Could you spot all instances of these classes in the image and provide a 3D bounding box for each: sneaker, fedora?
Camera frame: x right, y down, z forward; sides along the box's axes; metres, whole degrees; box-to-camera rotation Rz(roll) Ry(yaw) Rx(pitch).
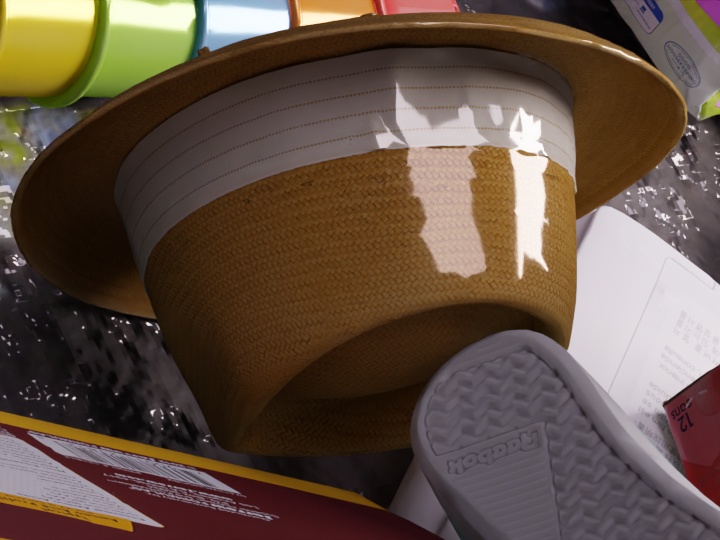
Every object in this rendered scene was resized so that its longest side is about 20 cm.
[{"bbox_3d":[0.092,0.109,0.752,0.118,0.074,0.201,49,7,-43],"label":"sneaker"},{"bbox_3d":[0.000,0.000,0.825,0.200,0.200,0.082,8,64,-34],"label":"fedora"}]

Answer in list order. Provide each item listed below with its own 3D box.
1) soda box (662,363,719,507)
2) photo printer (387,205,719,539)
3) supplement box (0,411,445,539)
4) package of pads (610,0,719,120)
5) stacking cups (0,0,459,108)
[{"bbox_3d":[0.177,0.023,0.837,0.063,0.200,0.070,4,58,-37],"label":"soda box"},{"bbox_3d":[0.088,0.095,0.912,0.166,0.069,0.200,38,44,-10],"label":"photo printer"},{"bbox_3d":[-0.052,0.118,0.661,0.197,0.200,0.133,15,93,-29],"label":"supplement box"},{"bbox_3d":[0.161,-0.149,1.124,0.200,0.068,0.155,-22,74,-44],"label":"package of pads"},{"bbox_3d":[-0.053,-0.082,0.948,0.200,0.060,0.061,-3,61,-44],"label":"stacking cups"}]
